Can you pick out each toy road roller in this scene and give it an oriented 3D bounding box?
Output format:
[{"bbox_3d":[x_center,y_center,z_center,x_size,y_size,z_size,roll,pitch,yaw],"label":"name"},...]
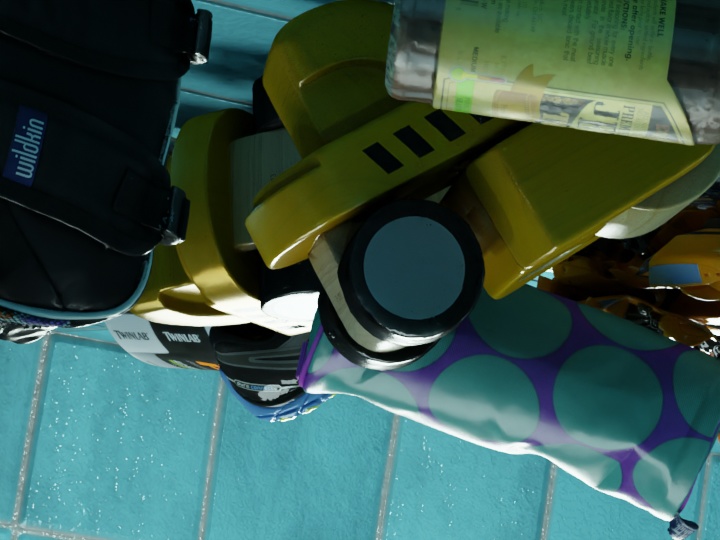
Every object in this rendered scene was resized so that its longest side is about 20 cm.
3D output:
[{"bbox_3d":[-0.036,-0.020,1.461,0.145,0.124,0.200,-11,163,27],"label":"toy road roller"},{"bbox_3d":[0.043,-0.058,1.213,0.199,0.147,0.123,-28,176,-10],"label":"toy road roller"}]

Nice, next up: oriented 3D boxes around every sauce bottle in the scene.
[{"bbox_3d":[0.109,-0.083,1.089,0.199,0.065,0.065,9,174,3],"label":"sauce bottle"}]

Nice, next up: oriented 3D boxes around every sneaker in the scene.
[{"bbox_3d":[0.000,0.000,1.563,0.083,0.199,0.071,48,-174,-21],"label":"sneaker"}]

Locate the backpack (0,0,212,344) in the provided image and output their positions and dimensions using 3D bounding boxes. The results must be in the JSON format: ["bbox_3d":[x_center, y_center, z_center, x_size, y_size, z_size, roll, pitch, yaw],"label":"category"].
[{"bbox_3d":[-0.177,-0.074,1.061,0.199,0.179,0.150,18,164,-37],"label":"backpack"}]

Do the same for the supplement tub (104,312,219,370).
[{"bbox_3d":[-0.080,0.009,1.926,0.122,0.123,0.199,13,173,-37],"label":"supplement tub"}]

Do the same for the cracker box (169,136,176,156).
[{"bbox_3d":[-0.046,-0.006,1.665,0.199,0.058,0.134,19,-160,-15],"label":"cracker box"}]

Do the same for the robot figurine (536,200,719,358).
[{"bbox_3d":[0.169,0.013,1.343,0.199,0.058,0.145,-2,147,45],"label":"robot figurine"}]

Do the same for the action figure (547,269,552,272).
[{"bbox_3d":[0.131,-0.024,1.643,0.199,0.055,0.118,2,174,20],"label":"action figure"}]

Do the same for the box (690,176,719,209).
[{"bbox_3d":[0.174,-0.051,1.360,0.199,0.049,0.161,2,169,43],"label":"box"}]

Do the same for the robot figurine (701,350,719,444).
[{"bbox_3d":[0.244,0.023,1.452,0.199,0.145,0.116,4,-177,44],"label":"robot figurine"}]

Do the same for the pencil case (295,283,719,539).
[{"bbox_3d":[0.074,0.051,1.317,0.199,0.085,0.093,21,147,-2],"label":"pencil case"}]
